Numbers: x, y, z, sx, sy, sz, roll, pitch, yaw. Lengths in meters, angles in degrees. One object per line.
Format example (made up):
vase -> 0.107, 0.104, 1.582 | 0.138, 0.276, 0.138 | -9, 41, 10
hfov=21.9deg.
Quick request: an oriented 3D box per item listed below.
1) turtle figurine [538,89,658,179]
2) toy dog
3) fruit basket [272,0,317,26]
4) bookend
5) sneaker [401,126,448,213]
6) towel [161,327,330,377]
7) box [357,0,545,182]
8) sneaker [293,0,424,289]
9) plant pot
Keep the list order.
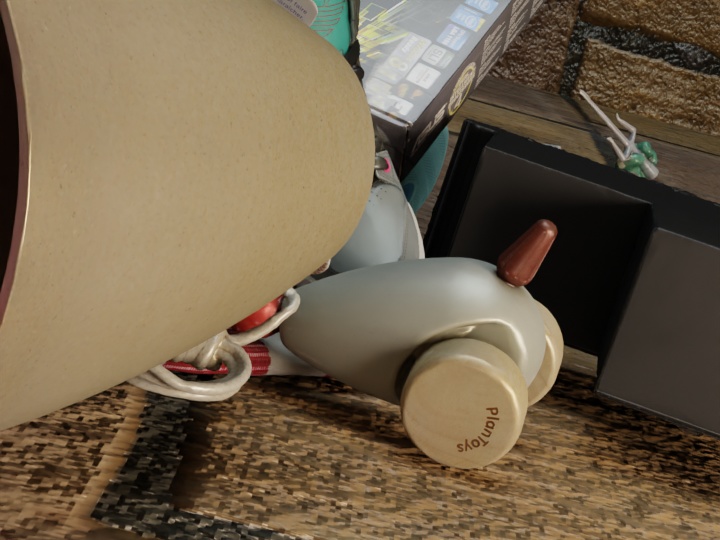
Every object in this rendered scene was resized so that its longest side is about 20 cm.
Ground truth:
turtle figurine -> 0.163, -0.031, 1.183 | 0.200, 0.101, 0.150 | 31, 28, 5
toy dog -> 0.000, 0.000, 0.750 | 0.199, 0.097, 0.132 | 15, 21, -13
fruit basket -> -0.118, -0.113, 0.788 | 0.185, 0.200, 0.094 | 38, 48, 2
bookend -> 0.120, 0.012, 0.857 | 0.198, 0.092, 0.200 | 19, 11, 4
sneaker -> -0.020, -0.105, 1.130 | 0.130, 0.080, 0.200 | 35, -20, 23
towel -> -0.052, 0.020, 0.846 | 0.199, 0.023, 0.144 | 5, 17, -35
box -> -0.001, -0.147, 1.008 | 0.161, 0.049, 0.200 | 27, 50, 14
sneaker -> -0.023, -0.082, 0.844 | 0.083, 0.121, 0.200 | -20, 57, -13
plant pot -> -0.092, -0.040, 0.608 | 0.187, 0.188, 0.200 | 23, 18, 37
